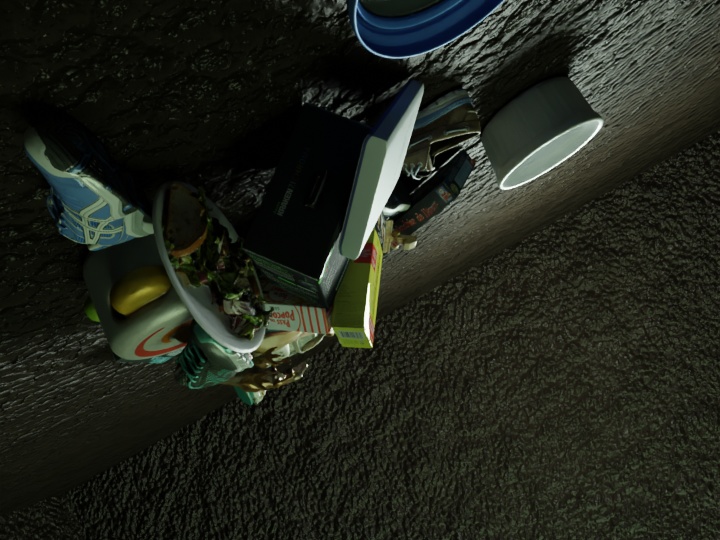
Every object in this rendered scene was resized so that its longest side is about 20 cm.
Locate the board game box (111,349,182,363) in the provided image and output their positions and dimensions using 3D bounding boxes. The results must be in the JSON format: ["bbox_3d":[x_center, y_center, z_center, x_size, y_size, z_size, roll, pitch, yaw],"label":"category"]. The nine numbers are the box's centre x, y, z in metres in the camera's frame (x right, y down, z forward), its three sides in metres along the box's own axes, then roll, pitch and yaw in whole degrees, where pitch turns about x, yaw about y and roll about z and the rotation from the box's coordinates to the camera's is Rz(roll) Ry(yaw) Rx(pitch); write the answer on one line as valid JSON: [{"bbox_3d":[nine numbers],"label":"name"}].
[{"bbox_3d":[-0.401,0.148,1.134,0.132,0.029,0.200,-28,169,-1],"label":"board game box"}]

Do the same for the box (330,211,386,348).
[{"bbox_3d":[0.000,0.000,0.783,0.048,0.206,0.076,1,151,13],"label":"box"}]

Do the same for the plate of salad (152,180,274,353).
[{"bbox_3d":[-0.151,-0.010,0.603,0.047,0.205,0.200,-25,169,11],"label":"plate of salad"}]

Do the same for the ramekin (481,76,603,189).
[{"bbox_3d":[0.305,-0.238,0.954,0.196,0.100,0.201,-27,168,-6],"label":"ramekin"}]

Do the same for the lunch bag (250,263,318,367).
[{"bbox_3d":[-0.193,0.070,0.966,0.196,0.169,0.142,-28,130,-7],"label":"lunch bag"}]

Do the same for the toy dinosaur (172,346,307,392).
[{"bbox_3d":[-0.160,0.155,0.786,0.194,0.062,0.106,6,152,-27],"label":"toy dinosaur"}]

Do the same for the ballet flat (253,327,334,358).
[{"bbox_3d":[-0.107,0.101,0.843,0.067,0.065,0.197,1,-168,43],"label":"ballet flat"}]

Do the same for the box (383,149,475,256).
[{"bbox_3d":[0.115,-0.123,1.015,0.199,0.038,0.137,-39,-168,42],"label":"box"}]

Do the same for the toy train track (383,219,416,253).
[{"bbox_3d":[0.001,-0.049,0.964,0.193,0.034,0.116,5,154,2],"label":"toy train track"}]

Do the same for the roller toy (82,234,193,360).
[{"bbox_3d":[-0.239,0.024,0.696,0.179,0.143,0.200,-18,165,-39],"label":"roller toy"}]

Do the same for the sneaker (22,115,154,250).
[{"bbox_3d":[-0.241,-0.061,0.488,0.076,0.077,0.201,-29,168,-10],"label":"sneaker"}]

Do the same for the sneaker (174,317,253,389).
[{"bbox_3d":[-0.183,0.107,0.659,0.090,0.079,0.201,-32,166,-14],"label":"sneaker"}]

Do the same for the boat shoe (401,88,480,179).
[{"bbox_3d":[0.076,-0.170,0.772,0.197,0.074,0.072,-31,168,15],"label":"boat shoe"}]

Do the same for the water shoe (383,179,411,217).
[{"bbox_3d":[0.021,-0.109,0.910,0.078,0.073,0.198,-30,168,25],"label":"water shoe"}]

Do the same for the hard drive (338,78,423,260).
[{"bbox_3d":[0.027,-0.120,0.616,0.202,0.025,0.135,-64,171,-54],"label":"hard drive"}]

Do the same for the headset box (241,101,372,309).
[{"bbox_3d":[-0.051,-0.067,0.651,0.200,0.090,0.179,88,23,-76],"label":"headset box"}]

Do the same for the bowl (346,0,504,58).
[{"bbox_3d":[0.073,-0.263,0.453,0.196,0.040,0.201,-28,169,-6],"label":"bowl"}]

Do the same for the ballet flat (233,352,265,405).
[{"bbox_3d":[-0.190,0.128,0.864,0.064,0.074,0.204,-46,142,-32],"label":"ballet flat"}]

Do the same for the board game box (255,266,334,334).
[{"bbox_3d":[-0.087,0.012,0.840,0.147,0.048,0.201,3,-147,18],"label":"board game box"}]
